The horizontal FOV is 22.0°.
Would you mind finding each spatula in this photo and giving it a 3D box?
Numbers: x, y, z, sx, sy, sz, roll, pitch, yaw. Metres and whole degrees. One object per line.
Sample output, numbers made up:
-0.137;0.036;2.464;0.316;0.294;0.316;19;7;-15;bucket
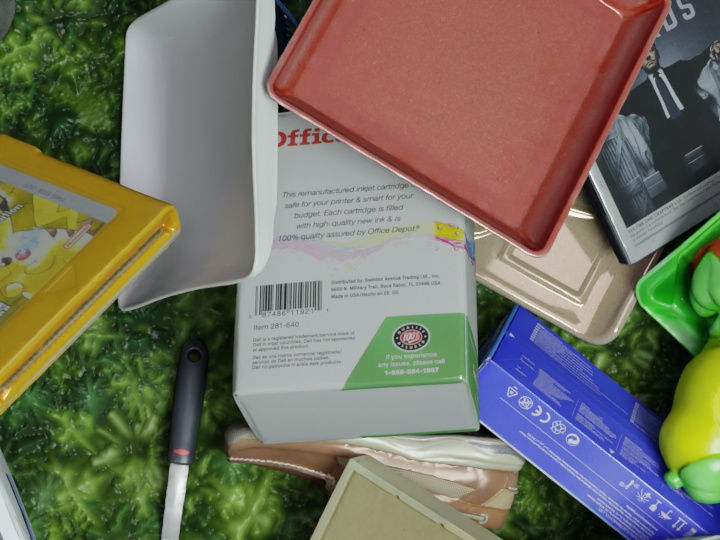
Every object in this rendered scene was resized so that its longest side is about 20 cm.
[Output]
-0.121;0.144;1.226;0.056;0.021;0.200;8;81;-4;spatula

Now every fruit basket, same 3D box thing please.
0.275;0.058;1.205;0.215;0.156;0.216;21;47;-24;fruit basket

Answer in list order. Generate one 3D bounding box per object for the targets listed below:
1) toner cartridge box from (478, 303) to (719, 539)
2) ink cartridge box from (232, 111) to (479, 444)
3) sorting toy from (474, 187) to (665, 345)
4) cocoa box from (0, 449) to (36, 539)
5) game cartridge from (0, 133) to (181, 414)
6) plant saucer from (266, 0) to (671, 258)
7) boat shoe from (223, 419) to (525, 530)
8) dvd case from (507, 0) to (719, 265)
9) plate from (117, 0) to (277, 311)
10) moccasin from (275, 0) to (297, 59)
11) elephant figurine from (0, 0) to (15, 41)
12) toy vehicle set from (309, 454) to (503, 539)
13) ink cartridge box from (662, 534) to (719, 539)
0.160;0.114;1.225;0.200;0.095;0.043;39;116;0;toner cartridge box
0.000;0.000;1.181;0.144;0.084;0.200;-4;62;9;ink cartridge box
0.124;-0.071;1.280;0.200;0.036;0.185;28;80;2;sorting toy
-0.311;0.165;1.145;0.200;0.131;0.134;-22;85;-9;cocoa box
-0.241;-0.011;1.152;0.200;0.032;0.176;22;54;28;game cartridge
0.066;-0.136;1.146;0.200;0.037;0.200;31;74;-10;plant saucer
0.007;0.135;1.218;0.200;0.076;0.072;6;93;2;boat shoe
0.194;-0.127;1.232;0.150;0.025;0.200;-31;105;-14;dvd case
-0.100;-0.081;1.178;0.032;0.199;0.200;5;80;-30;plate
-0.094;-0.210;1.244;0.080;0.068;0.200;-21;87;-25;moccasin
-0.289;-0.185;1.209;0.141;0.155;0.200;-13;97;-51;elephant figurine
0.006;0.233;1.165;0.124;0.026;0.200;31;104;24;toy vehicle set
0.135;0.249;1.165;0.200;0.087;0.146;-10;83;24;ink cartridge box
